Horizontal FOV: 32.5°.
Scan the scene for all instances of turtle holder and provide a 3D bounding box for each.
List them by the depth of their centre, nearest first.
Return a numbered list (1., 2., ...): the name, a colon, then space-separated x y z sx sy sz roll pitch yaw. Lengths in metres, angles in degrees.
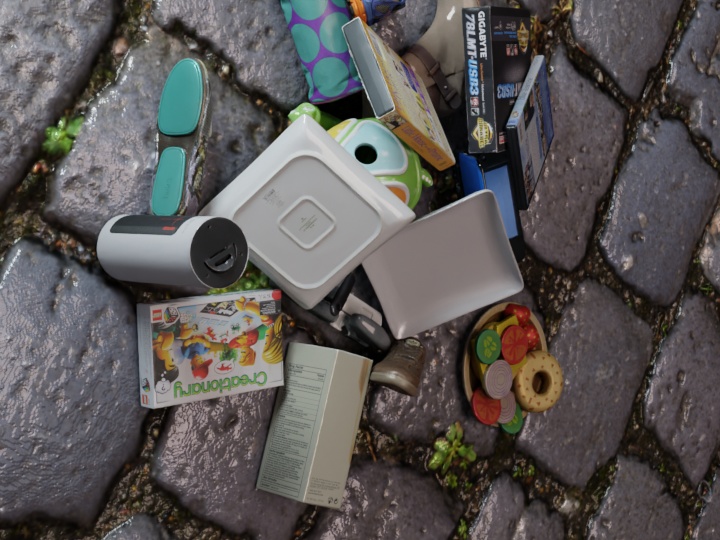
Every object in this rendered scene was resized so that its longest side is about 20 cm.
1. turtle holder: -0.005 -0.143 1.605 0.132 0.140 0.186 -13 87 -57

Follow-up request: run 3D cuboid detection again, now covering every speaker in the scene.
1. speaker: -0.215 -0.023 1.402 0.081 0.200 0.082 -3 95 -41

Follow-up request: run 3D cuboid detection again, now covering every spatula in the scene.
1. spatula: 0.000 0.000 1.671 0.200 0.020 0.057 -55 132 -46

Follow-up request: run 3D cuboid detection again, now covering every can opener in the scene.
1. can opener: -0.035 0.043 1.660 0.200 0.066 0.053 34 73 -32

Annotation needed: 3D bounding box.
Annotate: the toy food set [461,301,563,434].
1. toy food set: 0.229 0.150 1.905 0.198 0.049 0.201 -29 112 -36

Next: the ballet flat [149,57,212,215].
1. ballet flat: -0.213 -0.154 1.496 0.072 0.072 0.201 12 85 -41

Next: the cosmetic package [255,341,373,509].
1. cosmetic package: -0.060 0.202 1.619 0.071 0.105 0.201 20 82 -42

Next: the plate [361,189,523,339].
1. plate: 0.109 -0.011 1.689 0.199 0.032 0.200 -22 131 3

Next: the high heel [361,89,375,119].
1. high heel: 0.036 -0.211 1.703 0.096 0.067 0.201 -30 117 -46

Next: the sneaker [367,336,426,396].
1. sneaker: 0.053 0.124 1.678 0.070 0.200 0.076 19 88 3

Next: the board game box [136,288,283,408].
1. board game box: -0.185 0.094 1.547 0.199 0.035 0.127 -7 98 -41

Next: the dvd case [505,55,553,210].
1. dvd case: 0.249 -0.202 1.800 0.200 0.017 0.143 -64 149 -46

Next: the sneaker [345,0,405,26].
1. sneaker: 0.028 -0.361 1.627 0.200 0.078 0.076 -77 152 -70

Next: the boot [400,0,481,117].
1. boot: 0.109 -0.319 1.756 0.146 0.070 0.201 -31 112 -33

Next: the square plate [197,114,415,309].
1. square plate: -0.068 -0.063 1.536 0.198 0.200 0.028 41 22 -22

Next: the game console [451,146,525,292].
1. game console: 0.208 -0.085 1.825 0.170 0.118 0.201 -22 107 -38

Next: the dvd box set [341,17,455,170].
1. dvd box set: 0.052 -0.224 1.595 0.200 0.029 0.147 29 37 -60

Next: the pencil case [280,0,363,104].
1. pencil case: -0.056 -0.317 1.592 0.085 0.092 0.201 -33 112 -37

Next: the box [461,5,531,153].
1. box: 0.198 -0.272 1.759 0.200 0.049 0.200 -21 108 -65
